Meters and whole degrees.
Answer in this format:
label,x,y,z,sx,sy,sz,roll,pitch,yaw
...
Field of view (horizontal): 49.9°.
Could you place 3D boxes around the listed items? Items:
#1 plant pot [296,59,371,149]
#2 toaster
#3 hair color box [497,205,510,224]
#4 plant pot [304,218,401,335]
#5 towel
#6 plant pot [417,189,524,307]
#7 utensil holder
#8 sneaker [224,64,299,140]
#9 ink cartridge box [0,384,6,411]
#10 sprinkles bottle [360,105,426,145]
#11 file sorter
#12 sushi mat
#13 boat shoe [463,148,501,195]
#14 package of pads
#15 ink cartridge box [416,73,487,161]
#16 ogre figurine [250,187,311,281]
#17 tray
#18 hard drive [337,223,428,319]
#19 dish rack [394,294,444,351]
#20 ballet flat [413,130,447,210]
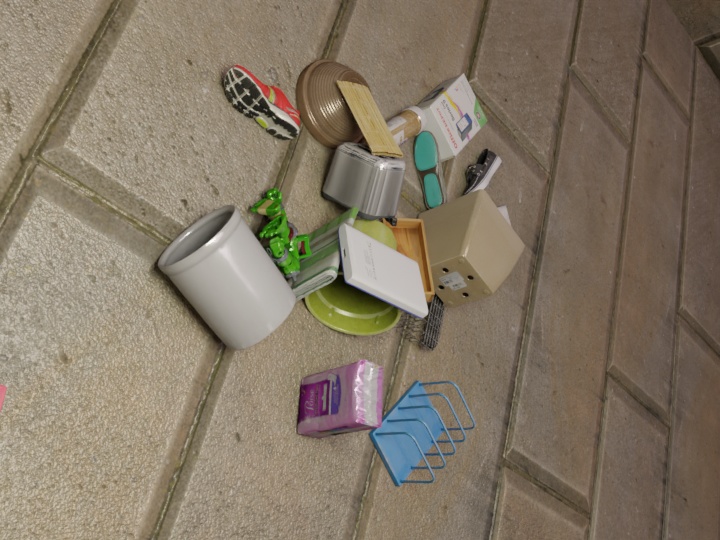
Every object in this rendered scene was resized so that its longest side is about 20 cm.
label,x,y,z,sx,sy,sz,roll,pitch,yaw
plant pot,-0.039,-0.378,1.710,0.199,0.092,0.204,14,70,-42
toaster,0.014,-0.188,1.631,0.113,0.199,0.131,-5,118,-45
hair color box,0.316,-0.103,2.022,0.199,0.060,0.102,-16,91,-46
plant pot,0.000,0.000,1.607,0.200,0.199,0.186,41,44,-30
towel,-0.074,-0.029,1.525,0.031,0.148,0.201,45,40,-23
plant pot,0.242,-0.032,1.816,0.200,0.198,0.178,47,44,-26
utensil holder,-0.230,0.014,1.372,0.201,0.169,0.171,54,49,-23
sneaker,-0.197,-0.348,1.570,0.200,0.076,0.086,41,43,-39
ink cartridge box,-0.577,0.239,1.030,0.145,0.084,0.203,23,67,-39
sprinkles bottle,0.080,-0.325,1.833,0.200,0.068,0.069,-40,108,-42
file sorter,0.143,0.352,1.698,0.200,0.122,0.140,-40,109,-43
sushi mat,0.018,-0.318,1.622,0.095,0.012,0.202,0,55,-42
boat shoe,0.312,-0.259,2.056,0.066,0.070,0.201,43,54,-7
package of pads,-0.038,0.249,1.485,0.075,0.199,0.122,20,63,-34
ink cartridge box,0.223,-0.388,1.980,0.200,0.087,0.146,-46,113,-39
ogre figurine,-0.151,-0.062,1.495,0.097,0.200,0.121,-30,127,-12
tray,0.102,-0.026,1.738,0.097,0.037,0.202,2,56,-12
hard drive,0.043,0.003,1.480,0.199,0.025,0.133,27,39,-35
dish rack,0.118,0.090,1.785,0.199,0.054,0.155,37,57,-36
ballet flat,0.174,-0.243,1.925,0.064,0.066,0.203,3,78,-72
